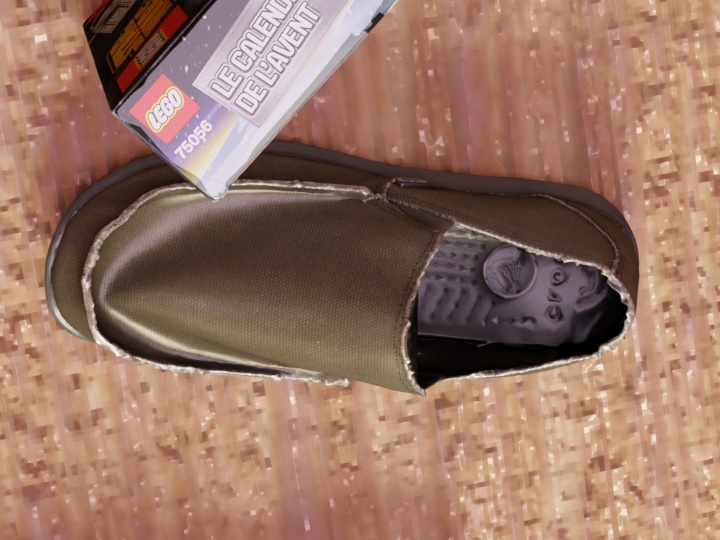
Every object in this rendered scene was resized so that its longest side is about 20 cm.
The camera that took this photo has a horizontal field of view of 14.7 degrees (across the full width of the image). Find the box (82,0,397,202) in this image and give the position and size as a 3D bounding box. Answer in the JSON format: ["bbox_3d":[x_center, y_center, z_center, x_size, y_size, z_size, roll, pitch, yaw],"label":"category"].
[{"bbox_3d":[-0.018,-0.097,0.792,0.040,0.200,0.137,41,93,-13],"label":"box"}]

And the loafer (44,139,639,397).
[{"bbox_3d":[0.000,0.000,0.892,0.200,0.070,0.075,-2,106,-12],"label":"loafer"}]
